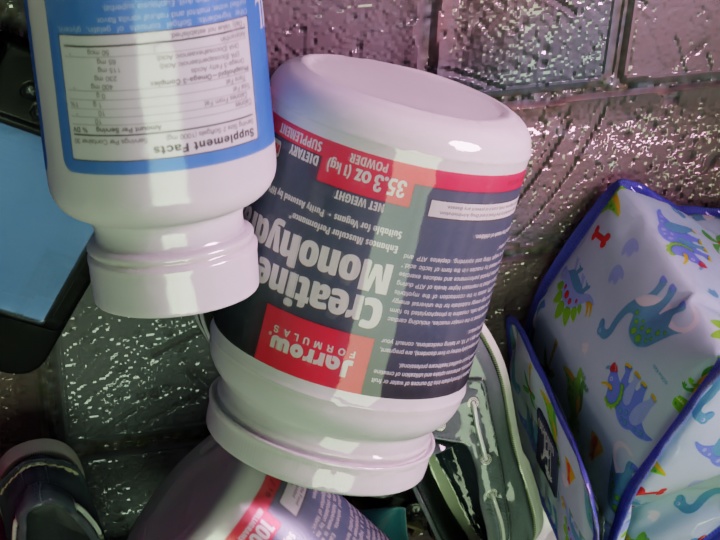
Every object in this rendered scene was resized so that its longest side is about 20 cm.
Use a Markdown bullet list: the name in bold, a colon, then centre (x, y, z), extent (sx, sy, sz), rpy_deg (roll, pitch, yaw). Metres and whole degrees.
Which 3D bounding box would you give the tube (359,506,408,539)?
- **tube**: centre (-0.066, 0.188, 1.137), extent (0.198, 0.051, 0.078), rpy_deg (-12, 150, -2)

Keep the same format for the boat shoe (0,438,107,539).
- **boat shoe**: centre (-0.169, 0.193, 1.057), extent (0.074, 0.062, 0.201), rpy_deg (-11, 123, -9)

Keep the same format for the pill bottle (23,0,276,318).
- **pill bottle**: centre (-0.097, -0.086, 0.835), extent (0.111, 0.112, 0.202), rpy_deg (-7, 108, -11)

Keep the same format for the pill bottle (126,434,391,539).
- **pill bottle**: centre (-0.032, 0.194, 1.053), extent (0.119, 0.120, 0.200), rpy_deg (-42, 108, 18)

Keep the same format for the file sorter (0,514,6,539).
- **file sorter**: centre (-0.266, 0.188, 1.028), extent (0.124, 0.139, 0.201), rpy_deg (-9, 130, -8)

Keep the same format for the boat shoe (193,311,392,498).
- **boat shoe**: centre (-0.033, 0.067, 1.046), extent (0.073, 0.068, 0.200), rpy_deg (-27, 131, 6)

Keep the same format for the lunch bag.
- **lunch bag**: centre (0.163, 0.077, 1.047), extent (0.127, 0.171, 0.201), rpy_deg (13, 125, -27)

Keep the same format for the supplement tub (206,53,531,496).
- **supplement tub**: centre (0.000, 0.000, 0.926), extent (0.139, 0.140, 0.202), rpy_deg (8, 107, -22)

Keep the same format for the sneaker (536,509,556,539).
- **sneaker**: centre (0.129, 0.172, 1.159), extent (0.200, 0.075, 0.100), rpy_deg (-43, 127, -3)

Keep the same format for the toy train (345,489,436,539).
- **toy train**: centre (0.018, 0.154, 1.155), extent (0.199, 0.034, 0.046), rpy_deg (21, 123, -29)

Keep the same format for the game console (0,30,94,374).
- **game console**: centre (-0.201, -0.009, 0.903), extent (0.175, 0.117, 0.201), rpy_deg (19, 121, -28)

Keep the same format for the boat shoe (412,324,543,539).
- **boat shoe**: centre (0.050, 0.092, 1.049), extent (0.072, 0.062, 0.201), rpy_deg (-9, 111, 38)
